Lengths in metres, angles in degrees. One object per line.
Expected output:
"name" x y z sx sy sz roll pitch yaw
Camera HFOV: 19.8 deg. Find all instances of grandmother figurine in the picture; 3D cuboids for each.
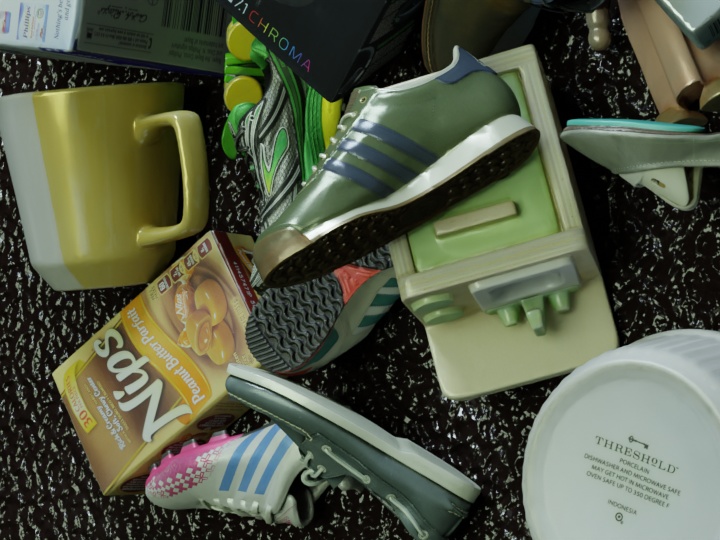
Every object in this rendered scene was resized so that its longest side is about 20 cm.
"grandmother figurine" 0.193 -0.194 1.372 0.121 0.060 0.201 -30 73 22

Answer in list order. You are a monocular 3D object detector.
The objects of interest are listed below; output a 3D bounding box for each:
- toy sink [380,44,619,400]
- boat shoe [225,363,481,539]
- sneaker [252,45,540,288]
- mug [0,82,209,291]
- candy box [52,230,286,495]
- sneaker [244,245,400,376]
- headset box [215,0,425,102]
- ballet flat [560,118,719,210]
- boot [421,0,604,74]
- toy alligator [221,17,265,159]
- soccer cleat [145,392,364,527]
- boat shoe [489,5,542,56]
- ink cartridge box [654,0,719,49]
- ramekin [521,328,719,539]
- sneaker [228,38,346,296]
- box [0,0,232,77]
"toy sink" 0.085 -0.029 1.377 0.129 0.112 0.202 -15 76 8
"boat shoe" -0.014 0.130 1.445 0.199 0.073 0.062 28 93 0
"sneaker" 0.009 -0.071 1.315 0.199 0.067 0.090 -29 70 -2
"mug" -0.202 -0.064 1.591 0.186 0.148 0.155 -172 78 -77
"candy box" -0.142 0.074 1.598 0.200 0.055 0.116 -40 64 27
"sneaker" 0.000 0.001 1.491 0.200 0.093 0.070 -45 77 -5
"headset box" -0.020 -0.249 1.392 0.174 0.093 0.200 43 138 9
"ballet flat" 0.225 -0.067 1.304 0.198 0.067 0.064 -1 91 13
"boot" 0.105 -0.184 1.332 0.097 0.074 0.201 57 135 38
"toy alligator" -0.075 -0.184 1.561 0.054 0.059 0.202 3 102 -5
"soccer cleat" -0.081 0.159 1.538 0.199 0.070 0.087 -25 72 32
"boat shoe" 0.093 -0.227 1.437 0.068 0.073 0.201 27 101 40
"ink cartridge box" 0.215 -0.268 1.326 0.160 0.047 0.200 -41 71 6
"ramekin" 0.194 0.138 1.324 0.201 0.094 0.205 -3 86 36
"sneaker" -0.060 -0.080 1.521 0.084 0.078 0.202 8 85 -7
"box" -0.225 -0.217 1.601 0.199 0.183 0.106 10 95 36
